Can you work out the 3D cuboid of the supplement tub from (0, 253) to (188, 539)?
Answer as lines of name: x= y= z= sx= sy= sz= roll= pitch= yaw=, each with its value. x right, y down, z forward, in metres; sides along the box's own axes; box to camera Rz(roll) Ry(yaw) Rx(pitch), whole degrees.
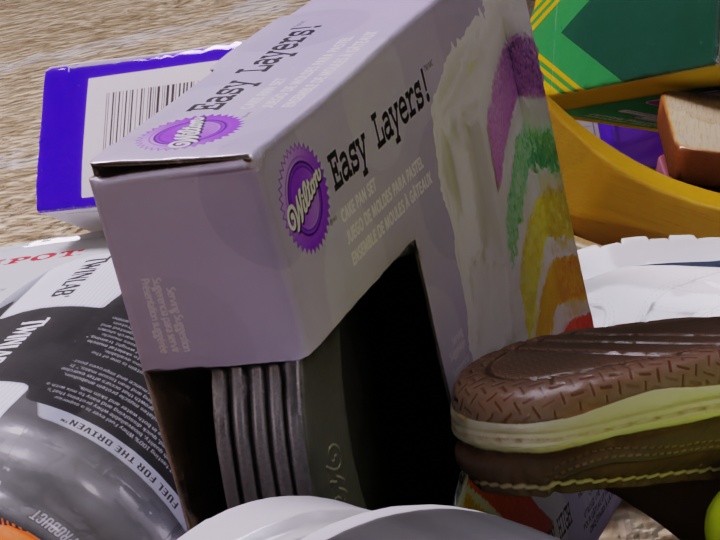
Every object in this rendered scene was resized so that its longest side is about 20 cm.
supplement tub: x=-0.084 y=0.077 z=0.696 sx=0.122 sy=0.123 sz=0.200 roll=-9 pitch=14 yaw=14

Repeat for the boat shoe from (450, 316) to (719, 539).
boat shoe: x=0.106 y=0.051 z=0.696 sx=0.202 sy=0.075 sz=0.075 roll=-7 pitch=7 yaw=-41

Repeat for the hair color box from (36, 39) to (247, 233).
hair color box: x=-0.027 y=-0.034 z=1.023 sx=0.109 sy=0.065 sz=0.200 roll=-5 pitch=-15 yaw=28

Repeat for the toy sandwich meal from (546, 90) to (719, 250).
toy sandwich meal: x=0.123 y=-0.034 z=0.942 sx=0.205 sy=0.070 sz=0.205 roll=14 pitch=14 yaw=-4

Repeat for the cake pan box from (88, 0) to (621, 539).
cake pan box: x=0.008 y=0.024 z=0.681 sx=0.052 sy=0.184 sz=0.200 roll=-7 pitch=18 yaw=25

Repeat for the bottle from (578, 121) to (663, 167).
bottle: x=0.126 y=-0.080 z=1.240 sx=0.200 sy=0.065 sz=0.084 roll=-4 pitch=17 yaw=30

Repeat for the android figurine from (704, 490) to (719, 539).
android figurine: x=0.141 y=0.074 z=0.578 sx=0.200 sy=0.041 sz=0.182 roll=-35 pitch=19 yaw=-9

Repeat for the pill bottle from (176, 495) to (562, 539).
pill bottle: x=0.028 y=0.109 z=0.493 sx=0.116 sy=0.116 sz=0.200 roll=-19 pitch=16 yaw=-26

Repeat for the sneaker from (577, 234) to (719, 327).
sneaker: x=0.117 y=0.034 z=0.813 sx=0.200 sy=0.076 sz=0.081 roll=-17 pitch=29 yaw=-4

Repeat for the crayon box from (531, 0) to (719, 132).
crayon box: x=0.181 y=-0.089 z=1.061 sx=0.200 sy=0.058 sz=0.173 roll=7 pitch=-4 yaw=-28

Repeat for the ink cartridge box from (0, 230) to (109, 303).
ink cartridge box: x=-0.167 y=0.060 z=0.912 sx=0.146 sy=0.083 sz=0.200 roll=-8 pitch=15 yaw=19

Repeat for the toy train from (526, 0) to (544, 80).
toy train: x=0.000 y=0.000 z=0.812 sx=0.116 sy=0.085 sz=0.200 roll=-60 pitch=-2 yaw=-34
